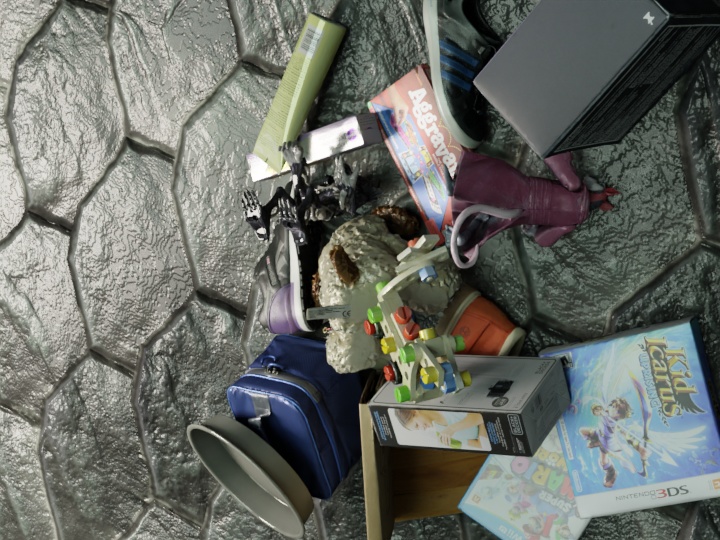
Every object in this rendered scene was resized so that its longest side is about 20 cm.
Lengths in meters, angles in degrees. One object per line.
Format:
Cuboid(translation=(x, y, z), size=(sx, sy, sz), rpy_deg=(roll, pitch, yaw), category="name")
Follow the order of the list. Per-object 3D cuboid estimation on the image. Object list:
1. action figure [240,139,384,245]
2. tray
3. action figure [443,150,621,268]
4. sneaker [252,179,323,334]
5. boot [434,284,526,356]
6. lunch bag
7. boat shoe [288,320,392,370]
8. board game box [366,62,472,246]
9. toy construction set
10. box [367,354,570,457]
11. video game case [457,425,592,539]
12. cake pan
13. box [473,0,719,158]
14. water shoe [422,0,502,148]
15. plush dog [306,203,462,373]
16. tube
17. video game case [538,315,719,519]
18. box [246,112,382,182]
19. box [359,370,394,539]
Cuboid(translation=(-0.050, -0.102, 1.665), size=(0.119, 0.200, 0.102), rpy_deg=(9, 115, 30), category="action figure")
Cuboid(translation=(0.111, 0.255, 1.736), size=(0.200, 0.037, 0.099), rpy_deg=(-15, 91, 34), category="tray")
Cuboid(translation=(0.194, -0.084, 1.546), size=(0.199, 0.149, 0.134), rpy_deg=(-1, 111, 1), category="action figure")
Cuboid(translation=(-0.102, -0.018, 1.769), size=(0.087, 0.076, 0.201), rpy_deg=(-8, 75, 25), category="sneaker")
Cuboid(translation=(0.126, 0.129, 1.682), size=(0.107, 0.075, 0.200), rpy_deg=(33, 115, 19), category="boot")
Cuboid(translation=(-0.078, 0.185, 1.744), size=(0.136, 0.132, 0.200), rpy_deg=(8, 132, 35), category="lunch bag")
Cuboid(translation=(-0.020, 0.092, 1.776), size=(0.201, 0.074, 0.063), rpy_deg=(-4, 66, 42), category="boat shoe")
Cuboid(translation=(0.088, -0.140, 1.675), size=(0.103, 0.019, 0.200), rpy_deg=(-32, 82, 40), category="board game box")
Cuboid(translation=(0.061, 0.062, 1.534), size=(0.131, 0.092, 0.200), rpy_deg=(107, 159, -57), category="toy construction set")
Cuboid(translation=(0.123, 0.150, 1.567), size=(0.200, 0.117, 0.060), rpy_deg=(0, 118, 33), category="box")
Cuboid(translation=(0.223, 0.243, 1.641), size=(0.143, 0.018, 0.200), rpy_deg=(34, 108, 14), category="video game case")
Cuboid(translation=(-0.135, 0.255, 1.734), size=(0.200, 0.037, 0.200), rpy_deg=(36, 155, 19), category="cake pan")
Cuboid(translation=(0.257, -0.234, 1.445), size=(0.123, 0.198, 0.200), rpy_deg=(49, 121, 15), category="box")
Cuboid(translation=(0.126, -0.244, 1.606), size=(0.079, 0.071, 0.201), rpy_deg=(-10, 95, 29), category="water shoe")
Cuboid(translation=(0.000, 0.000, 1.676), size=(0.200, 0.172, 0.160), rpy_deg=(-40, 117, 9), category="plush dog")
Cuboid(translation=(-0.080, -0.224, 1.737), size=(0.052, 0.058, 0.200), rpy_deg=(25, 102, 3), category="tube")
Cuboid(translation=(0.314, 0.169, 1.561), size=(0.181, 0.045, 0.201), rpy_deg=(-15, 91, 23), category="video game case")
Cuboid(translation=(-0.062, -0.155, 1.755), size=(0.200, 0.041, 0.039), rpy_deg=(-15, 92, 39), category="box")
Cuboid(translation=(0.021, 0.237, 1.676), size=(0.021, 0.163, 0.201), rpy_deg=(-2, 100, 6), category="box")
